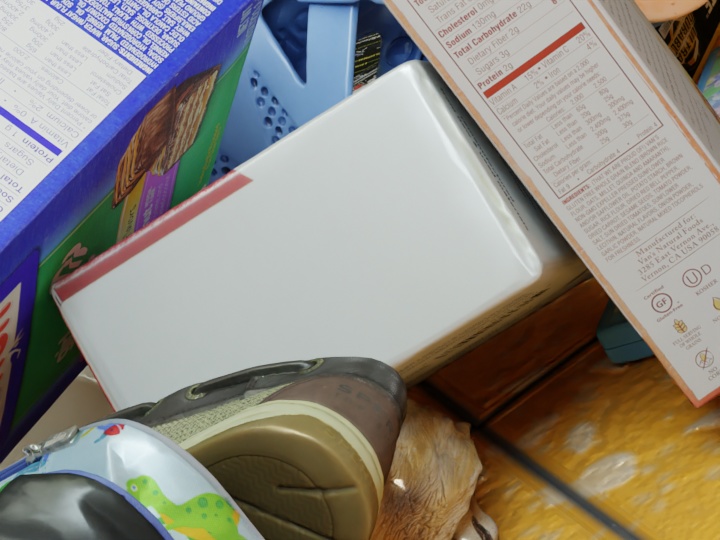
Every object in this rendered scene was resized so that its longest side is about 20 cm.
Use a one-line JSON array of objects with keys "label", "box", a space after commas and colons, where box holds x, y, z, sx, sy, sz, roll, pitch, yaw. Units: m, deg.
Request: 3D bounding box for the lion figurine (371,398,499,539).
[{"label": "lion figurine", "box": [-0.047, 0.118, 0.946, 0.200, 0.073, 0.123, -29, 20, 12]}]

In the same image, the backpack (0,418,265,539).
[{"label": "backpack", "box": [-0.092, 0.149, 0.802, 0.200, 0.183, 0.147, -24, 19, 42]}]

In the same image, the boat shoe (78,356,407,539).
[{"label": "boat shoe", "box": [-0.062, 0.078, 0.880, 0.200, 0.073, 0.065, -19, 17, 37]}]

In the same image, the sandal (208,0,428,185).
[{"label": "sandal", "box": [-0.022, -0.069, 1.090, 0.200, 0.079, 0.087, -49, 49, 10]}]

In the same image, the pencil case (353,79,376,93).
[{"label": "pencil case", "box": [-0.028, -0.023, 1.177, 0.200, 0.091, 0.083, -19, 8, 32]}]

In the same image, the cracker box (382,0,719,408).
[{"label": "cracker box", "box": [0.067, -0.066, 0.946, 0.058, 0.200, 0.134, -34, 17, 11]}]

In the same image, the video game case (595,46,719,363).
[{"label": "video game case", "box": [0.174, -0.046, 1.066, 0.143, 0.018, 0.200, -17, 27, 30]}]

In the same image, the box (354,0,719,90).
[{"label": "box", "box": [0.057, -0.086, 1.256, 0.200, 0.049, 0.160, -15, 30, 33]}]

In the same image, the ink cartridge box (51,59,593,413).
[{"label": "ink cartridge box", "box": [0.000, 0.000, 0.996, 0.144, 0.084, 0.200, -32, -5, 12]}]

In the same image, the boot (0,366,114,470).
[{"label": "boot", "box": [-0.122, 0.054, 1.177, 0.200, 0.073, 0.090, 4, 21, 38]}]

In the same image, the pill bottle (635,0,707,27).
[{"label": "pill bottle", "box": [0.081, -0.153, 1.165, 0.106, 0.106, 0.200, -34, 23, -7]}]

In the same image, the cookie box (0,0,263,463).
[{"label": "cookie box", "box": [-0.127, -0.008, 0.965, 0.200, 0.075, 0.171, -49, -12, -37]}]
